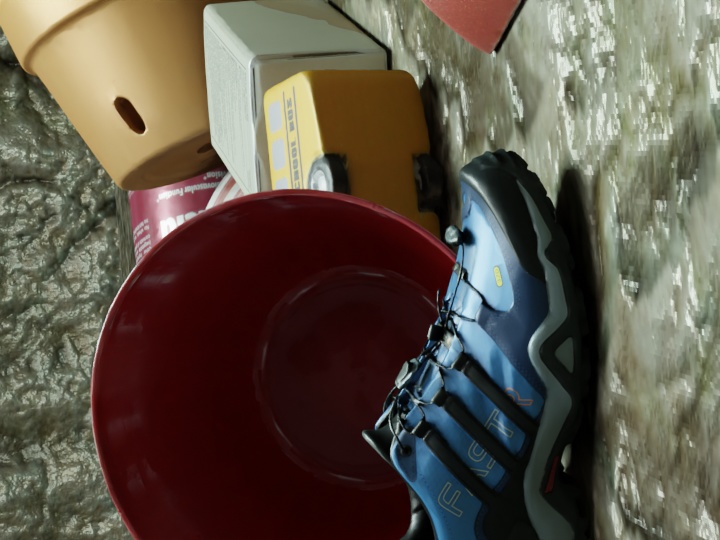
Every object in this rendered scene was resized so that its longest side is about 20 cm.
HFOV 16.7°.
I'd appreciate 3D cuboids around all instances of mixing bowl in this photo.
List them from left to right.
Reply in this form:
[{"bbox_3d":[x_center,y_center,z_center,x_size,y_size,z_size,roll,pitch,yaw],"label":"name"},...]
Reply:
[{"bbox_3d":[-0.011,0.057,1.117,0.108,0.200,0.201,-26,-67,-73],"label":"mixing bowl"}]

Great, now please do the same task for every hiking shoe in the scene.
[{"bbox_3d":[0.045,0.052,0.996,0.074,0.087,0.200,-139,45,-76],"label":"hiking shoe"}]

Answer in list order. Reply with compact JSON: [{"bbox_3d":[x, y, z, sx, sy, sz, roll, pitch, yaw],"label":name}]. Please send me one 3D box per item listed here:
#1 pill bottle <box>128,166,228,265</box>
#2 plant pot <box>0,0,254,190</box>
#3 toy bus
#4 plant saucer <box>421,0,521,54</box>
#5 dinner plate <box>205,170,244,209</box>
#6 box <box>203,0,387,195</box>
[{"bbox_3d":[-0.100,-0.004,1.712,0.114,0.114,0.200,115,148,-71],"label":"pill bottle"},{"bbox_3d":[-0.120,-0.143,1.598,0.200,0.200,0.140,126,121,-75],"label":"plant pot"},{"bbox_3d":[0.000,0.000,1.230,0.078,0.065,0.200,-20,74,61],"label":"toy bus"},{"bbox_3d":[0.043,-0.215,1.026,0.200,0.037,0.200,116,148,-73],"label":"plant saucer"},{"bbox_3d":[-0.055,0.017,1.572,0.200,0.024,0.201,-10,78,55],"label":"dinner plate"},{"bbox_3d":[-0.040,-0.099,1.424,0.200,0.078,0.095,-125,32,-71],"label":"box"}]
